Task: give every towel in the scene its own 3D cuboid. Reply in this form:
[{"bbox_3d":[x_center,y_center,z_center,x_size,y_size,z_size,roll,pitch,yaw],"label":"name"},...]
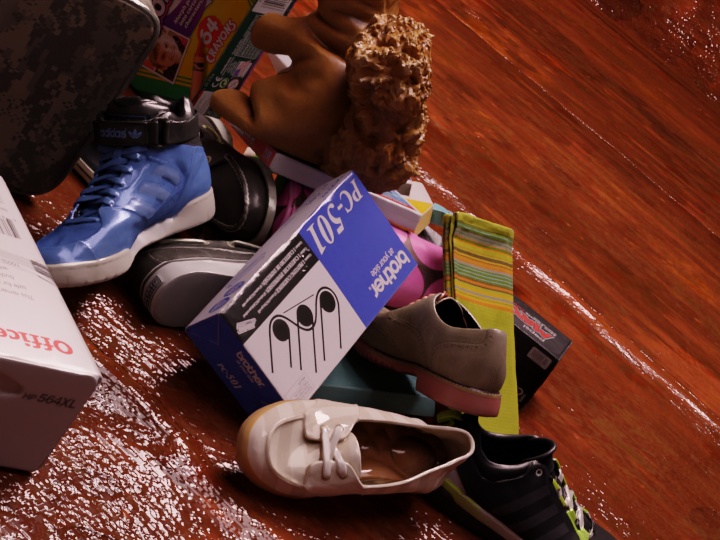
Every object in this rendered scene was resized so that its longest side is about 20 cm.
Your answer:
[{"bbox_3d":[0.103,0.055,1.459,0.086,0.018,0.201,11,72,-45],"label":"towel"}]

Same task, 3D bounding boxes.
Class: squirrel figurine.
[{"bbox_3d":[0.002,-0.172,1.423,0.141,0.187,0.200,16,14,-45],"label":"squirrel figurine"}]

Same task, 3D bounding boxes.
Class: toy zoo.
[{"bbox_3d":[-0.015,-0.068,1.581,0.199,0.021,0.131,12,17,1],"label":"toy zoo"}]

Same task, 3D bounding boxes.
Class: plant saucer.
[{"bbox_3d":[-0.020,0.078,1.379,0.199,0.019,0.070,11,35,-46],"label":"plant saucer"}]

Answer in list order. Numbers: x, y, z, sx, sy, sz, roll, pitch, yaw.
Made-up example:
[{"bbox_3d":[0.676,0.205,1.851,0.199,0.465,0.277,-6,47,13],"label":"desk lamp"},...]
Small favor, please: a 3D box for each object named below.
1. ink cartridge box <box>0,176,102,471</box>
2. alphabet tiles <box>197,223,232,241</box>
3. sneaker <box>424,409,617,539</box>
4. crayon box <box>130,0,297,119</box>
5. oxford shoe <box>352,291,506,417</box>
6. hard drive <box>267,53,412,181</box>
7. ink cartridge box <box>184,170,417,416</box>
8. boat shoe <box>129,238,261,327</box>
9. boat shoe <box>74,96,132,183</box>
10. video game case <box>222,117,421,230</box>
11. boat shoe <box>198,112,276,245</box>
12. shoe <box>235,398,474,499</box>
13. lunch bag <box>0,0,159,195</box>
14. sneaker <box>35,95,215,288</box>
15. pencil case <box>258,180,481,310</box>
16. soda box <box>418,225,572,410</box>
[{"bbox_3d":[-0.262,0.016,1.054,0.146,0.084,0.200,17,29,-42],"label":"ink cartridge box"},{"bbox_3d":[-0.050,0.019,1.485,0.199,0.008,0.167,33,22,-7],"label":"alphabet tiles"},{"bbox_3d":[0.134,0.172,1.341,0.199,0.083,0.072,30,22,-16],"label":"sneaker"},{"bbox_3d":[-0.155,-0.256,1.627,0.173,0.200,0.058,47,24,27],"label":"crayon box"},{"bbox_3d":[0.054,0.049,1.370,0.070,0.075,0.200,12,9,-37],"label":"oxford shoe"},{"bbox_3d":[-0.013,-0.132,1.746,0.200,0.025,0.132,48,-8,29],"label":"hard drive"},{"bbox_3d":[-0.039,0.018,1.305,0.094,0.044,0.200,54,43,-14],"label":"ink cartridge box"},{"bbox_3d":[-0.090,0.006,1.358,0.199,0.071,0.064,10,33,-44],"label":"boat shoe"},{"bbox_3d":[-0.205,-0.111,1.442,0.200,0.062,0.075,45,21,18],"label":"boat shoe"},{"bbox_3d":[-0.041,-0.096,1.522,0.142,0.018,0.200,22,11,-25],"label":"video game case"},{"bbox_3d":[-0.129,-0.080,1.473,0.060,0.072,0.201,17,16,-31],"label":"boat shoe"},{"bbox_3d":[-0.001,0.123,1.230,0.199,0.053,0.070,8,71,-43],"label":"shoe"},{"bbox_3d":[-0.255,-0.185,1.329,0.139,0.200,0.168,20,27,-34],"label":"lunch bag"},{"bbox_3d":[-0.179,-0.065,1.263,0.076,0.112,0.200,7,24,33],"label":"sneaker"},{"bbox_3d":[0.000,0.000,1.478,0.199,0.094,0.091,28,67,-22],"label":"pencil case"},{"bbox_3d":[0.091,0.033,1.593,0.200,0.063,0.071,39,21,6],"label":"soda box"}]
